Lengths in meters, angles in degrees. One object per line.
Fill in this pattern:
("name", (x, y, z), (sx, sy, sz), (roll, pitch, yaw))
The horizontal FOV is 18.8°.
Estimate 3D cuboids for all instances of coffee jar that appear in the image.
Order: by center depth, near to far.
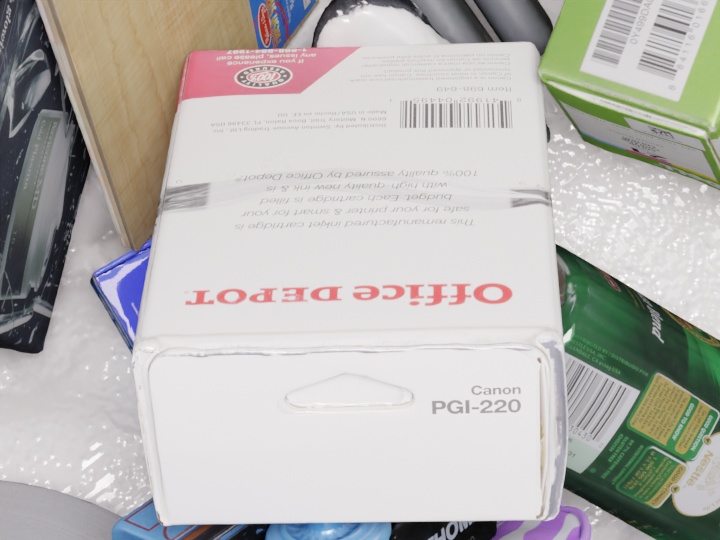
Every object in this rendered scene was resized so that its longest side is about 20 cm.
("coffee jar", (0.136, 0.071, 0.910), (0.200, 0.104, 0.085), (31, 97, -18))

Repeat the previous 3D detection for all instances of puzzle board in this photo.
("puzzle board", (-0.071, -0.118, 0.853), (0.017, 0.200, 0.151), (24, 64, 19))

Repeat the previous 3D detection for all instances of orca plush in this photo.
("orca plush", (0.043, -0.051, 0.938), (0.105, 0.071, 0.200), (-36, 117, 25))

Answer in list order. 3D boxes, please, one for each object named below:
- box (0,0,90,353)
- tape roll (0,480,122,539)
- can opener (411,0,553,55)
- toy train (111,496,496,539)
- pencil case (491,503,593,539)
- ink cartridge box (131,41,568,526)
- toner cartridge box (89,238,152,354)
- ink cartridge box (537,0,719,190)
("box", (-0.176, -0.083, 0.834), (0.124, 0.197, 0.200), (13, 85, 5))
("tape roll", (-0.151, 0.171, 0.832), (0.200, 0.200, 0.066), (5, 128, -8))
("can opener", (0.009, -0.158, 0.898), (0.053, 0.066, 0.200), (-30, 112, 18))
("toy train", (-0.033, 0.111, 0.812), (0.200, 0.114, 0.087), (-33, 125, -39))
("pencil case", (0.086, 0.196, 0.898), (0.085, 0.084, 0.200), (-35, 115, -45))
("ink cartridge box", (0.000, 0.000, 0.807), (0.145, 0.200, 0.085), (-1, 124, 3))
("toner cartridge box", (-0.026, 0.066, 0.932), (0.095, 0.043, 0.200), (-30, 91, -9))
("ink cartridge box", (0.152, -0.108, 0.912), (0.076, 0.200, 0.148), (20, 84, 19))
